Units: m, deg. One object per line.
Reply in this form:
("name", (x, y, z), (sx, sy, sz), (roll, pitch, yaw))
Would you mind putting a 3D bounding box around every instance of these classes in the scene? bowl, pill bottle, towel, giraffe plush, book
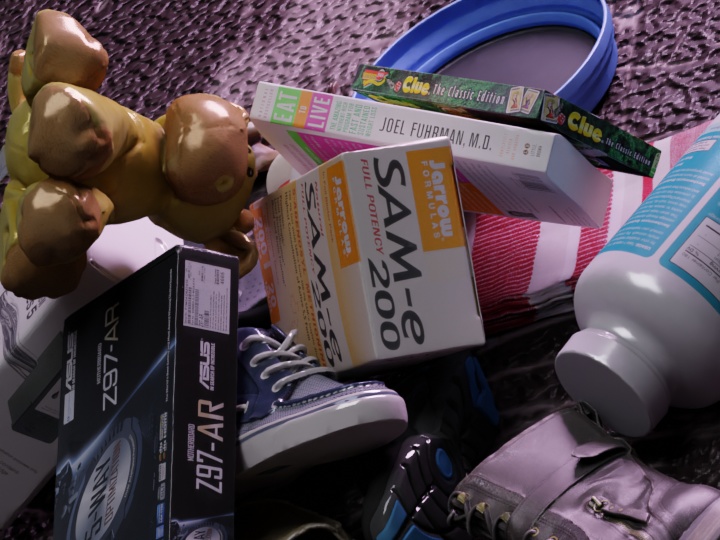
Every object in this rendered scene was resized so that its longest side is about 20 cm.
("bowl", (0.089, -0.132, 1.947), (0.200, 0.039, 0.201), (-21, 32, 14))
("pill bottle", (0.199, 0.003, 1.612), (0.111, 0.111, 0.200), (14, 54, 49))
("towel", (0.141, -0.027, 1.785), (0.199, 0.023, 0.144), (-16, 35, 23))
("giraffe plush", (-0.136, -0.062, 1.709), (0.161, 0.173, 0.200), (6, -2, -15))
("book", (0.045, -0.072, 1.732), (0.199, 0.134, 0.048), (12, 82, 22))

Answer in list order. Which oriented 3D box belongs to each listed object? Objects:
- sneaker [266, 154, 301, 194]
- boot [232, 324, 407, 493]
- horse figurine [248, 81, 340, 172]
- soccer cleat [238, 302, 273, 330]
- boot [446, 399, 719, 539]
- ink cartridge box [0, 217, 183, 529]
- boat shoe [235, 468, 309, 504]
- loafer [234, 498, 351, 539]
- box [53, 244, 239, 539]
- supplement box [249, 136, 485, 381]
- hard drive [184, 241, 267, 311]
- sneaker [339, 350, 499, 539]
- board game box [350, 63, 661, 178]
("sneaker", (-0.010, -0.044, 1.878), (0.199, 0.070, 0.093), (1, 43, 47))
("boot", (-0.046, 0.069, 1.607), (0.200, 0.073, 0.091), (-24, 71, 52))
("horse figurine", (-0.105, -0.087, 2.001), (0.199, 0.050, 0.132), (-18, 4, -34))
("soccer cleat", (-0.107, 0.067, 1.799), (0.200, 0.081, 0.068), (-33, 0, -4))
("boot", (0.111, 0.159, 1.504), (0.200, 0.069, 0.174), (-38, 40, -29))
("ink cartridge box", (-0.208, 0.049, 1.833), (0.200, 0.084, 0.146), (-48, 24, 18))
("boat shoe", (-0.089, 0.119, 1.729), (0.199, 0.062, 0.075), (-26, 5, 11))
("loafer", (-0.031, 0.175, 1.601), (0.076, 0.068, 0.200), (-42, 34, -16))
("box", (-0.129, 0.104, 1.642), (0.160, 0.043, 0.201), (-29, 55, 54))
("supplement box", (0.000, 0.000, 1.688), (0.073, 0.127, 0.200), (-9, -6, -19))
("hard drive", (-0.134, 0.023, 1.928), (0.135, 0.042, 0.200), (-37, 32, -9))
("sneaker", (0.027, 0.122, 1.626), (0.082, 0.073, 0.200), (-19, 17, 21))
("board game box", (0.090, -0.096, 1.750), (0.200, 0.105, 0.024), (15, 85, 54))
